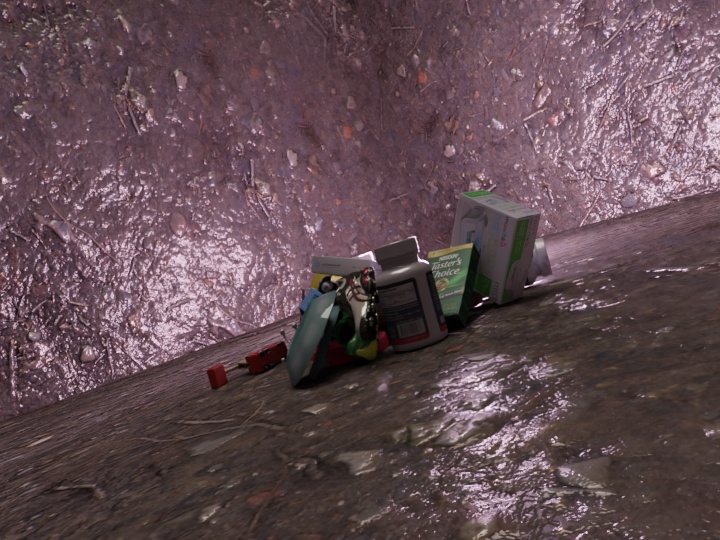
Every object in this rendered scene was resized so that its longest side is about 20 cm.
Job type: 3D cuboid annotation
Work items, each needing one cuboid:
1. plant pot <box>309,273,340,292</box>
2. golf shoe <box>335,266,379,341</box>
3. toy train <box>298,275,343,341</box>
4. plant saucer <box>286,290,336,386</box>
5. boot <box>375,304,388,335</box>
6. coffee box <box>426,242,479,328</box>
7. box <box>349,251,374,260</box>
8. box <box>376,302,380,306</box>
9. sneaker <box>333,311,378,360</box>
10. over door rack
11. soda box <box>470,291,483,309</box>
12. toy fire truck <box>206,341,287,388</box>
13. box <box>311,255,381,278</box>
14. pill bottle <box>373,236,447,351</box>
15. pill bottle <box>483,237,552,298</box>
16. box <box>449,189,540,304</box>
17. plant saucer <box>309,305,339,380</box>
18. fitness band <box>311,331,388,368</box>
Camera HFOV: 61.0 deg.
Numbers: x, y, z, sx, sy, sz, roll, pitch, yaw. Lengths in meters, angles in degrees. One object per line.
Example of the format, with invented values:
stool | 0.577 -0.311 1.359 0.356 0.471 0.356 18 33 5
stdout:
plant pot | -0.015 0.075 1.716 0.184 0.208 0.199 -9 5 34
golf shoe | -0.007 0.073 1.201 0.085 0.079 0.202 -8 30 5
toy train | -0.072 0.097 1.421 0.116 0.085 0.201 -54 -22 -16
plant saucer | -0.106 0.125 1.202 0.038 0.206 0.201 25 -6 -8
boot | 0.036 0.104 1.371 0.141 0.072 0.202 0 -31 1
coffee box | 0.186 0.035 1.327 0.120 0.044 0.204 -11 43 35
box | -0.018 0.065 1.930 0.148 0.207 0.106 -16 2 29
box | 0.119 0.081 1.568 0.179 0.108 0.199 -16 2 30
sneaker | -0.016 0.108 1.254 0.081 0.076 0.201 4 23 -15
over door rack | -0.134 0.121 1.505 0.065 0.206 0.147 21 14 16
soda box | 0.221 0.068 1.451 0.062 0.072 0.198 -9 7 37
toy fire truck | -0.289 0.242 1.589 0.137 0.050 0.199 -17 1 25
box | 0.000 0.000 1.407 0.151 0.043 0.198 5 -2 28
pill bottle | 0.094 0.044 1.211 0.116 0.207 0.120 -15 1 0
pill bottle | 0.382 -0.009 1.561 0.194 0.120 0.116 -17 1 15
box | 0.300 -0.057 1.395 0.094 0.206 0.175 -12 30 -36
plant saucer | -0.072 0.141 1.249 0.018 0.072 0.201 22 23 -2
fitness band | -0.031 0.171 1.337 0.195 0.039 0.142 -15 2 33
